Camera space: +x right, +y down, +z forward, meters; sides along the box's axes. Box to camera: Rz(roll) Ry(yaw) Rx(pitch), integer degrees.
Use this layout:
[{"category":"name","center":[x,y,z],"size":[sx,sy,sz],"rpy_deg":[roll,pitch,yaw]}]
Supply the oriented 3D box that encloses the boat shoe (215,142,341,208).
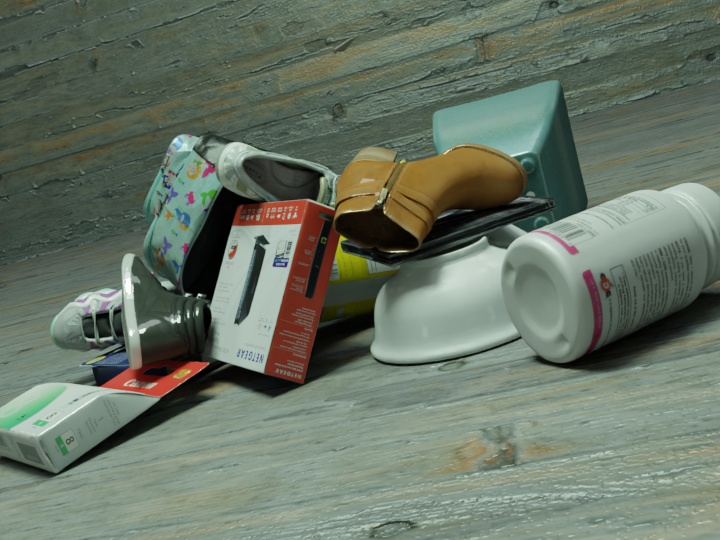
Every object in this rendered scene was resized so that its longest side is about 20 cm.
[{"category":"boat shoe","center":[-0.072,-0.094,1.202],"size":[0.200,0.076,0.064],"rpy_deg":[23,-3,-33]}]

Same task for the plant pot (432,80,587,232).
[{"category":"plant pot","center":[0.204,-0.126,1.432],"size":[0.193,0.199,0.200],"rpy_deg":[-13,18,15]}]

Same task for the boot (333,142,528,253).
[{"category":"boot","center":[0.070,-0.067,1.050],"size":[0.196,0.075,0.155],"rpy_deg":[2,29,9]}]

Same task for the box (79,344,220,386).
[{"category":"box","center":[-0.246,0.108,1.279],"size":[0.198,0.033,0.120],"rpy_deg":[-5,14,42]}]

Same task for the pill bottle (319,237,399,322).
[{"category":"pill bottle","center":[0.000,0.000,1.240],"size":[0.197,0.106,0.104],"rpy_deg":[-9,6,-27]}]

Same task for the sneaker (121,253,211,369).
[{"category":"sneaker","center":[-0.224,0.042,1.188],"size":[0.097,0.072,0.201],"rpy_deg":[-4,31,-16]}]

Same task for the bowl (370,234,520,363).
[{"category":"bowl","center":[0.096,0.019,1.071],"size":[0.197,0.092,0.201],"rpy_deg":[-15,11,3]}]

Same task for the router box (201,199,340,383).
[{"category":"router box","center":[-0.100,0.019,1.127],"size":[0.048,0.183,0.199],"rpy_deg":[17,-7,-27]}]

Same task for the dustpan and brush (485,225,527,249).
[{"category":"dustpan and brush","center":[0.141,-0.038,1.231],"size":[0.138,0.058,0.200],"rpy_deg":[9,23,-43]}]

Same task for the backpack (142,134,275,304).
[{"category":"backpack","center":[-0.181,-0.064,1.297],"size":[0.149,0.203,0.177],"rpy_deg":[29,12,28]}]

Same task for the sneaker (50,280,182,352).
[{"category":"sneaker","center":[-0.295,0.061,1.293],"size":[0.197,0.079,0.140],"rpy_deg":[-17,9,-9]}]

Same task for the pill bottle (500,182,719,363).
[{"category":"pill bottle","center":[0.232,-0.004,0.916],"size":[0.197,0.115,0.113],"rpy_deg":[-20,11,-25]}]

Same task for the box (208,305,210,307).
[{"category":"box","center":[-0.248,0.052,1.544],"size":[0.157,0.049,0.199],"rpy_deg":[-7,13,45]}]

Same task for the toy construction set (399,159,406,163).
[{"category":"toy construction set","center":[0.005,-0.057,1.329],"size":[0.198,0.093,0.131],"rpy_deg":[-28,-13,-19]}]

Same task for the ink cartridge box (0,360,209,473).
[{"category":"ink cartridge box","center":[-0.279,0.130,1.086],"size":[0.199,0.051,0.160],"rpy_deg":[-37,21,-34]}]

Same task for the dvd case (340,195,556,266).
[{"category":"dvd case","center":[0.092,-0.047,1.117],"size":[0.197,0.016,0.148],"rpy_deg":[-19,13,-18]}]
